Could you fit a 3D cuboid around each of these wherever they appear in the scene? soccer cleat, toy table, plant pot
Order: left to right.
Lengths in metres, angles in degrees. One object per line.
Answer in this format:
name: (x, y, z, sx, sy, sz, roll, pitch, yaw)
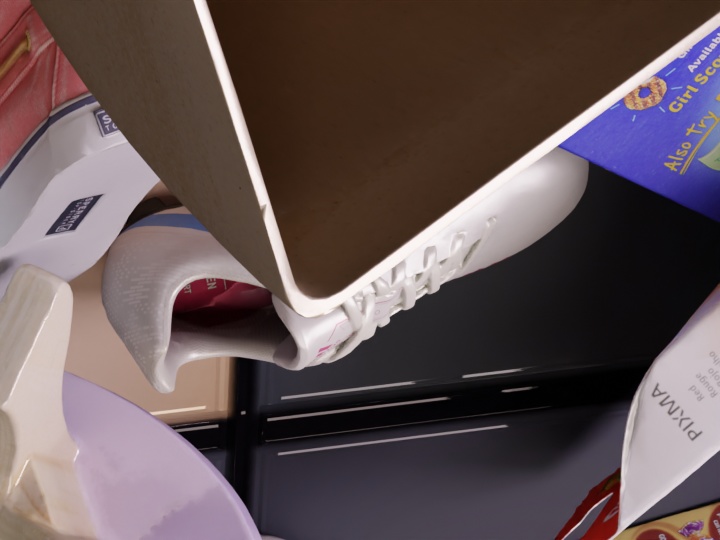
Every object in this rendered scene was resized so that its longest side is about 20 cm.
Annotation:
toy table: (-0.136, 0.093, 0.955, 0.199, 0.185, 0.117, 12, 173, 12)
plant pot: (-0.021, -0.142, 0.768, 0.199, 0.177, 0.201, -36, 129, -24)
soccer cleat: (0.000, 0.000, 0.996, 0.199, 0.087, 0.070, -15, 133, -5)

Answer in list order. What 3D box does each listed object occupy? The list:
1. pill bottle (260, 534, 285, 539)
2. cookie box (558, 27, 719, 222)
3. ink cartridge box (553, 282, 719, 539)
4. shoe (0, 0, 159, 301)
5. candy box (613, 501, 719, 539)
pill bottle: (-0.084, 0.220, 1.142, 0.200, 0.120, 0.120, -40, 130, 18)
cookie box: (0.121, -0.122, 0.934, 0.199, 0.075, 0.171, 23, 121, -33)
ink cartridge box: (0.132, 0.042, 1.040, 0.200, 0.162, 0.050, -40, 89, 25)
shoe: (-0.127, -0.051, 0.928, 0.071, 0.091, 0.200, -13, 166, -32)
candy box: (0.166, 0.169, 1.221, 0.199, 0.057, 0.117, -17, 133, -4)
